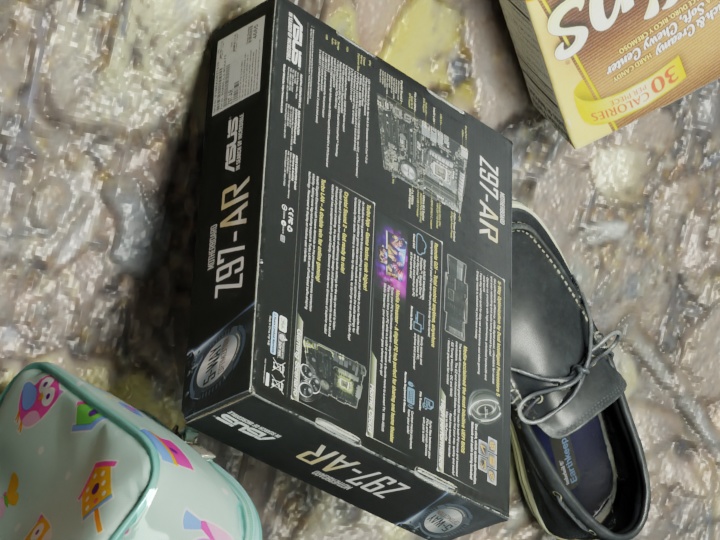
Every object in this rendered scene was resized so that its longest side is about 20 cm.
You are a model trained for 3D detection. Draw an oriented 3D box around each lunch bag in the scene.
[{"bbox_3d":[-0.131,0.142,1.009,0.077,0.160,0.200,31,89,-32],"label":"lunch bag"}]

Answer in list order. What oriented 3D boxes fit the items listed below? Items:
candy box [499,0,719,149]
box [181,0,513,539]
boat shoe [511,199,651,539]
[{"bbox_3d":[0.114,-0.168,1.135,0.115,0.055,0.200,-26,125,-6],"label":"candy box"},{"bbox_3d":[0.000,0.000,1.074,0.160,0.044,0.200,28,51,-38],"label":"box"},{"bbox_3d":[0.098,0.053,1.211,0.075,0.062,0.200,-32,117,-24],"label":"boat shoe"}]
